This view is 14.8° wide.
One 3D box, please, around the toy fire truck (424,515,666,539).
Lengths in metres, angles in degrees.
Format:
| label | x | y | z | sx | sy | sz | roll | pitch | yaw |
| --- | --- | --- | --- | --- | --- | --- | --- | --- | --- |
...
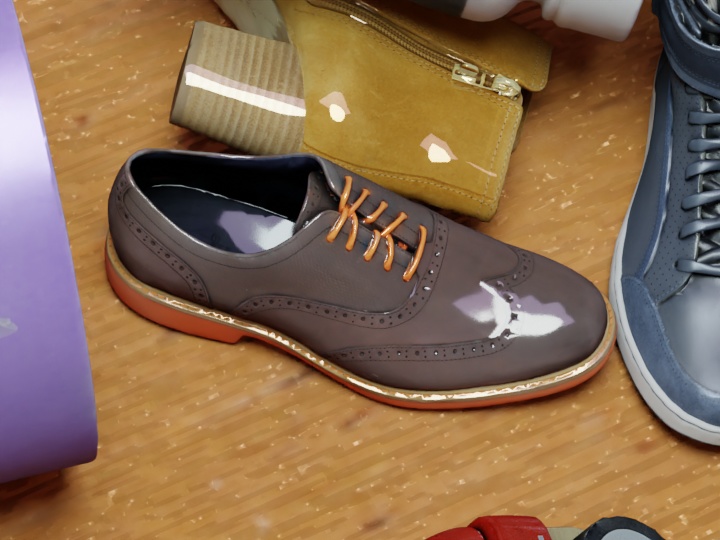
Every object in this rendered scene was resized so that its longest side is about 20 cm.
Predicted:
| label | x | y | z | sx | sy | sz | roll | pitch | yaw |
| --- | --- | --- | --- | --- | --- | --- | --- | --- | --- |
| toy fire truck | 0.016 | 0.180 | 0.896 | 0.199 | 0.129 | 0.177 | 3 | 56 | -36 |

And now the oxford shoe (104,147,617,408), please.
| label | x | y | z | sx | sy | sz | roll | pitch | yaw |
| --- | --- | --- | --- | --- | --- | --- | --- | --- | --- |
| oxford shoe | 0.000 | 0.000 | 1.039 | 0.199 | 0.073 | 0.072 | 10 | 60 | 2 |

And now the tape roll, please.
| label | x | y | z | sx | sy | sz | roll | pitch | yaw |
| --- | --- | --- | --- | --- | --- | --- | --- | --- | --- |
| tape roll | -0.154 | -0.021 | 0.969 | 0.084 | 0.200 | 0.201 | -13 | 62 | -11 |

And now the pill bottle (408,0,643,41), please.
| label | x | y | z | sx | sy | sz | roll | pitch | yaw |
| --- | --- | --- | --- | --- | --- | --- | --- | --- | --- |
| pill bottle | 0.018 | -0.160 | 1.034 | 0.199 | 0.114 | 0.114 | 17 | 61 | 0 |

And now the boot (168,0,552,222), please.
| label | x | y | z | sx | sy | sz | roll | pitch | yaw |
| --- | --- | --- | --- | --- | --- | --- | --- | --- | --- |
| boot | 0.008 | -0.112 | 1.115 | 0.143 | 0.071 | 0.202 | 15 | 55 | -8 |

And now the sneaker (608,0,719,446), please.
| label | x | y | z | sx | sy | sz | roll | pitch | yaw |
| --- | --- | --- | --- | --- | --- | --- | --- | --- | --- |
| sneaker | 0.142 | -0.050 | 1.037 | 0.076 | 0.146 | 0.204 | 6 | 62 | -2 |
